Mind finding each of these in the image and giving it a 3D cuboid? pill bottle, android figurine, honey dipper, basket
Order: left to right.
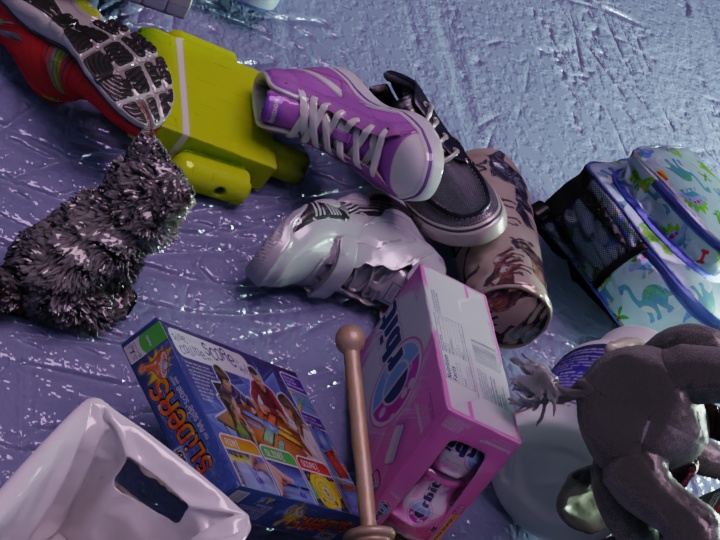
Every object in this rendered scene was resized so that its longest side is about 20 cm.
[{"bbox_3d":[-0.178,0.199,1.004,0.135,0.124,0.200,38,36,0],"label":"basket"},{"bbox_3d":[-0.138,-0.138,1.449,0.199,0.041,0.183,17,43,-30],"label":"android figurine"},{"bbox_3d":[0.002,0.131,1.193,0.038,0.038,0.201,11,63,-32],"label":"honey dipper"},{"bbox_3d":[0.197,0.126,1.390,0.120,0.120,0.200,43,38,5],"label":"pill bottle"}]

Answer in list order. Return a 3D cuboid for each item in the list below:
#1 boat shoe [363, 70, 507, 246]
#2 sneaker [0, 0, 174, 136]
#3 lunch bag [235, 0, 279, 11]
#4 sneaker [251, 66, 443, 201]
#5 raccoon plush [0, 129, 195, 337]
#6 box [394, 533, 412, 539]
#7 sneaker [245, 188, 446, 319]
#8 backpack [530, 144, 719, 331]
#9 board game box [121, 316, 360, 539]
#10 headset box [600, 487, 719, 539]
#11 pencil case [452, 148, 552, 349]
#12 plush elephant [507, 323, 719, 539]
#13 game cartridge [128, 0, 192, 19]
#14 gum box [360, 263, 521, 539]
[{"bbox_3d":[0.056,-0.101,1.478,0.074,0.093,0.200,-30,38,-14],"label":"boat shoe"},{"bbox_3d":[-0.226,-0.163,1.363,0.200,0.085,0.077,42,39,24],"label":"sneaker"},{"bbox_3d":[-0.147,-0.341,1.607,0.199,0.083,0.161,29,25,-14],"label":"lunch bag"},{"bbox_3d":[-0.022,-0.114,1.417,0.114,0.073,0.200,1,25,-38],"label":"sneaker"},{"bbox_3d":[-0.199,-0.017,1.196,0.097,0.134,0.200,45,37,6],"label":"raccoon plush"},{"bbox_3d":[0.042,0.256,1.151,0.163,0.021,0.200,18,32,23],"label":"box"},{"bbox_3d":[0.000,0.000,1.393,0.115,0.075,0.199,48,35,17],"label":"sneaker"},{"bbox_3d":[0.283,-0.015,1.571,0.183,0.147,0.201,-6,59,-57],"label":"backpack"},{"bbox_3d":[-0.075,0.115,1.177,0.200,0.034,0.136,29,28,-60],"label":"board game box"},{"bbox_3d":[0.229,0.238,1.229,0.075,0.200,0.149,53,38,-6],"label":"headset box"},{"bbox_3d":[0.115,-0.021,1.503,0.078,0.089,0.201,30,34,-30],"label":"pencil case"},{"bbox_3d":[0.212,0.119,1.212,0.199,0.166,0.155,19,-6,25],"label":"plush elephant"},{"bbox_3d":[-0.229,-0.265,1.446,0.129,0.039,0.200,12,16,-25],"label":"game cartridge"},{"bbox_3d":[0.051,0.102,1.267,0.066,0.114,0.201,26,27,-19],"label":"gum box"}]
